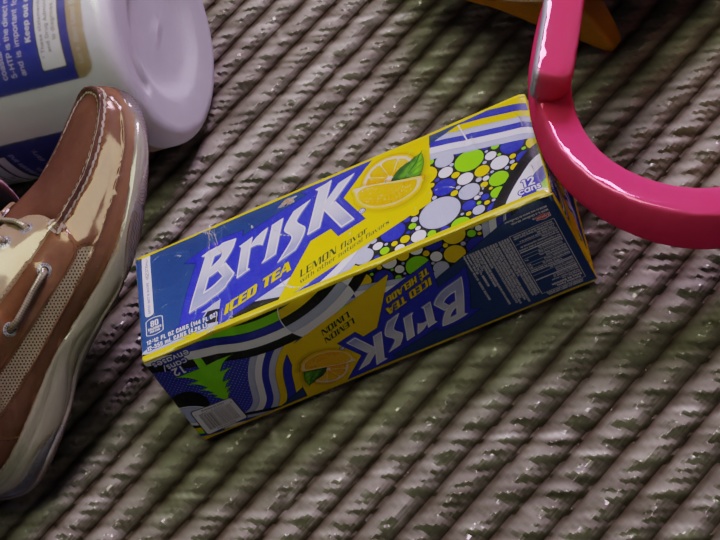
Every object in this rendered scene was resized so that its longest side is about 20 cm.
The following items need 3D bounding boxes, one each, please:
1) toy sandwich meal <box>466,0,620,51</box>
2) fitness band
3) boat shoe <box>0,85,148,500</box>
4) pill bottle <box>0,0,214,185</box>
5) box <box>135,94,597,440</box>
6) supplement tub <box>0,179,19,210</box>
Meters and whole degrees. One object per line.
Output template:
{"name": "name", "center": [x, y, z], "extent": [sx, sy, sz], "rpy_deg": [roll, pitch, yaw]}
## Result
{"name": "toy sandwich meal", "center": [0.101, -0.186, 1.098], "extent": [0.203, 0.070, 0.206], "rpy_deg": [-9, 47, 9]}
{"name": "fitness band", "center": [0.148, -0.098, 0.961], "extent": [0.143, 0.038, 0.201], "rpy_deg": [15, 56, 1]}
{"name": "boat shoe", "center": [-0.156, 0.004, 1.018], "extent": [0.076, 0.071, 0.201], "rpy_deg": [4, 74, 63]}
{"name": "pill bottle", "center": [-0.189, -0.106, 1.156], "extent": [0.199, 0.120, 0.120], "rpy_deg": [-11, 47, 23]}
{"name": "box", "center": [0.000, 0.000, 0.986], "extent": [0.199, 0.064, 0.070], "rpy_deg": [-22, 43, 12]}
{"name": "supplement tub", "center": [-0.267, 0.004, 1.114], "extent": [0.199, 0.107, 0.107], "rpy_deg": [-2, 51, 31]}
